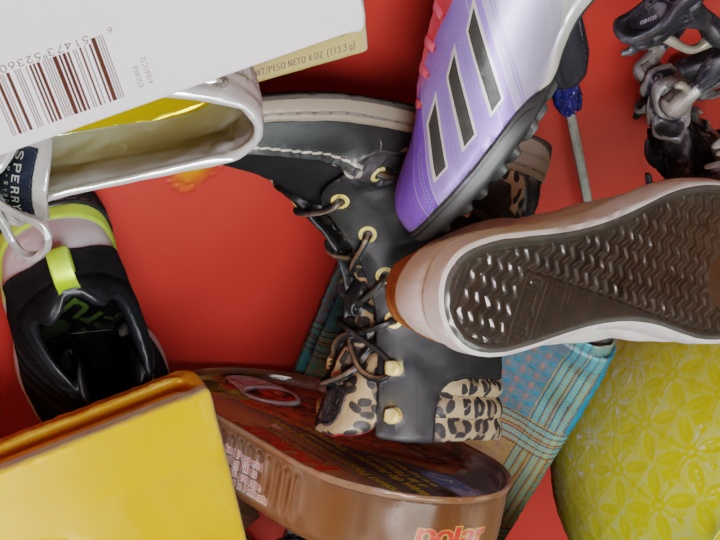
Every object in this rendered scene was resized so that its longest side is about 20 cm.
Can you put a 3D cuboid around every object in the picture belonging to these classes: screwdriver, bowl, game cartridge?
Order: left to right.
[{"bbox_3d":[-0.131,0.164,0.869,0.176,0.032,0.200,-20,118,-20],"label":"game cartridge"},{"bbox_3d":[0.105,-0.066,0.930,0.028,0.029,0.200,-22,136,-2],"label":"screwdriver"},{"bbox_3d":[0.156,0.075,1.042,0.108,0.200,0.200,29,129,4],"label":"bowl"}]

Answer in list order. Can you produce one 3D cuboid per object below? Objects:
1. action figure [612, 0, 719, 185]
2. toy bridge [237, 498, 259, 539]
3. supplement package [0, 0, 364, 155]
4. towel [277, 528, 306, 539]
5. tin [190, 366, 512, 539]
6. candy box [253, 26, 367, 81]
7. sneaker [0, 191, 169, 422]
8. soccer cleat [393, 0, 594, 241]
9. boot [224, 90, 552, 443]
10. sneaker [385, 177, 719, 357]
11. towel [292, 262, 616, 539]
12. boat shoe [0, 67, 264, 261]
[{"bbox_3d":[0.172,-0.082,0.885,0.102,0.119,0.200,-22,136,5],"label":"action figure"},{"bbox_3d":[-0.024,0.161,1.127,0.200,0.027,0.067,16,131,-42],"label":"toy bridge"},{"bbox_3d":[-0.126,-0.154,0.576,0.191,0.200,0.147,-19,142,-5],"label":"supplement package"},{"bbox_3d":[0.031,0.172,0.977,0.165,0.086,0.200,18,166,0],"label":"towel"},{"bbox_3d":[-0.014,0.090,0.912,0.112,0.200,0.042,7,100,-37],"label":"tin"},{"bbox_3d":[-0.101,-0.116,0.749,0.200,0.055,0.116,-16,141,-9],"label":"candy box"},{"bbox_3d":[-0.129,0.047,0.899,0.072,0.083,0.200,-20,141,-5],"label":"sneaker"},{"bbox_3d":[0.056,-0.108,0.799,0.073,0.068,0.200,28,101,-9],"label":"soccer cleat"},{"bbox_3d":[0.000,0.000,0.863,0.200,0.073,0.151,7,89,-40],"label":"boot"},{"bbox_3d":[0.103,-0.003,0.840,0.200,0.085,0.073,-3,94,-26],"label":"sneaker"},{"bbox_3d":[0.034,0.075,1.006,0.146,0.022,0.200,24,131,0],"label":"towel"},{"bbox_3d":[-0.131,-0.044,0.701,0.202,0.086,0.075,-9,139,-17],"label":"boat shoe"}]
